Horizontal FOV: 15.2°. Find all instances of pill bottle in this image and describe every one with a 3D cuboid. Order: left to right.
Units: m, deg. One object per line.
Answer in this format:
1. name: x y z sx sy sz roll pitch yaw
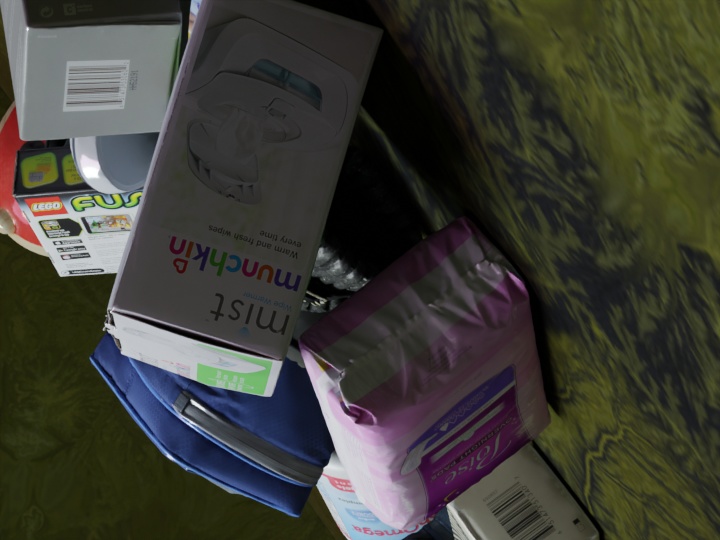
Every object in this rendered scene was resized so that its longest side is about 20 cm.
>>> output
1. pill bottle: 0.021 0.145 1.991 0.109 0.109 0.200 50 171 34

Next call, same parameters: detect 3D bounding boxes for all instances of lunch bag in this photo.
1. lunch bag: -0.093 0.070 1.808 0.136 0.133 0.200 31 -175 -31

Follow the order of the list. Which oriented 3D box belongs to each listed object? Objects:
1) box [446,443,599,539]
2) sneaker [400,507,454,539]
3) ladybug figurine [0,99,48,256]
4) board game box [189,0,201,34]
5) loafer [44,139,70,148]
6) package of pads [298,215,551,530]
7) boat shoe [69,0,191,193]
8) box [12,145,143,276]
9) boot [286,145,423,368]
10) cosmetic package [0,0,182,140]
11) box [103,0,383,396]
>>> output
1. box: 0.110 0.188 1.772 0.082 0.068 0.200 52 171 21
2. sneaker: 0.095 0.262 1.909 0.203 0.146 0.077 53 171 2
3. ladybug figurine: -0.167 -0.089 1.829 0.136 0.200 0.072 48 162 -1
4. board game box: -0.129 -0.162 1.639 0.200 0.034 0.136 53 143 27
5. loafer: -0.173 -0.147 1.762 0.068 0.070 0.202 -11 73 56
6. package of pads: 0.037 0.062 1.483 0.076 0.120 0.200 52 171 22
7. boat shoe: -0.137 -0.126 1.496 0.074 0.065 0.201 47 -137 -43
8. box: -0.109 -0.042 1.712 0.110 0.199 0.035 70 -161 -59
9. boot: -0.001 0.002 1.627 0.210 0.080 0.158 25 153 -29
10. cosmetic package: -0.150 -0.179 1.412 0.107 0.090 0.201 105 159 -60
11. box: -0.064 -0.037 1.403 0.096 0.177 0.200 16 171 -2
